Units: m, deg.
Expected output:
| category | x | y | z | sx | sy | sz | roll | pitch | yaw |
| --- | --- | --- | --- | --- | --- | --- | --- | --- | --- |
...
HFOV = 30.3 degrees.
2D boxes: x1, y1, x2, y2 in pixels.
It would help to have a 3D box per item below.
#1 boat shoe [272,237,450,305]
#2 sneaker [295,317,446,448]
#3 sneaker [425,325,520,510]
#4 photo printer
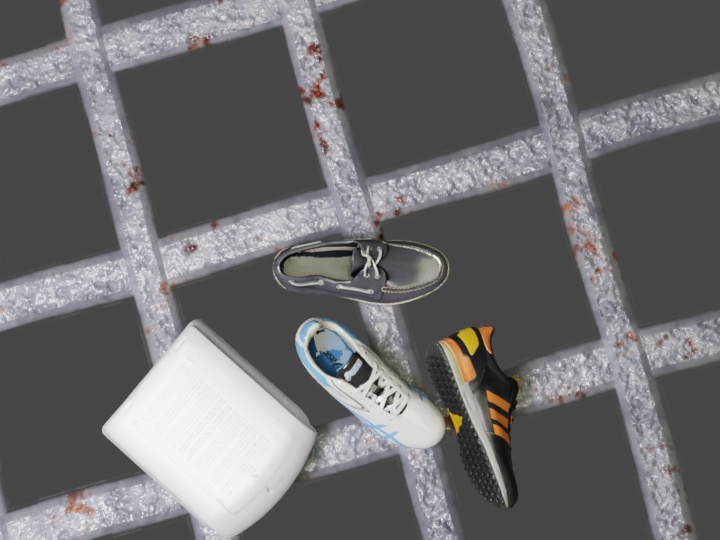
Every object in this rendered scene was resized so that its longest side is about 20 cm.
| category | x | y | z | sx | sy | sz | roll | pitch | yaw |
| --- | --- | --- | --- | --- | --- | --- | --- | --- | --- |
| boat shoe | 0.000 | 0.000 | 1.467 | 0.197 | 0.063 | 0.074 | 1 | 86 | 3 |
| sneaker | 0.008 | 0.127 | 1.454 | 0.199 | 0.072 | 0.072 | 38 | 87 | 4 |
| sneaker | 0.146 | 0.157 | 1.446 | 0.089 | 0.070 | 0.202 | -24 | 95 | -21 |
| photo printer | -0.158 | 0.179 | 1.461 | 0.200 | 0.069 | 0.167 | 40 | 89 | 4 |
